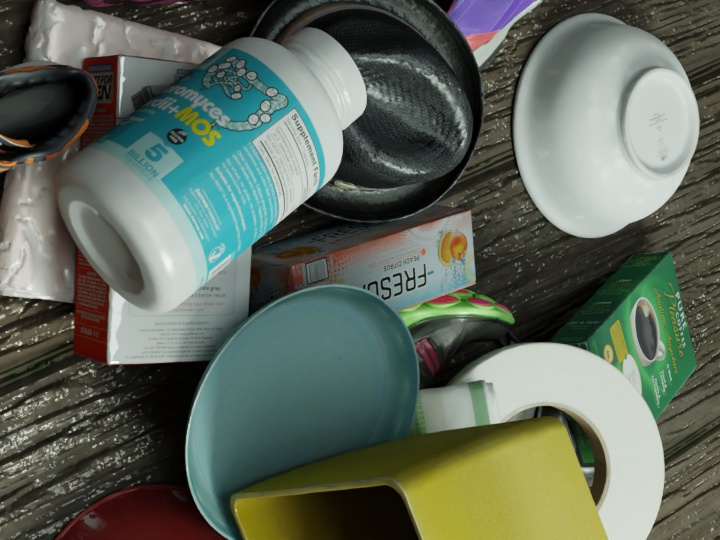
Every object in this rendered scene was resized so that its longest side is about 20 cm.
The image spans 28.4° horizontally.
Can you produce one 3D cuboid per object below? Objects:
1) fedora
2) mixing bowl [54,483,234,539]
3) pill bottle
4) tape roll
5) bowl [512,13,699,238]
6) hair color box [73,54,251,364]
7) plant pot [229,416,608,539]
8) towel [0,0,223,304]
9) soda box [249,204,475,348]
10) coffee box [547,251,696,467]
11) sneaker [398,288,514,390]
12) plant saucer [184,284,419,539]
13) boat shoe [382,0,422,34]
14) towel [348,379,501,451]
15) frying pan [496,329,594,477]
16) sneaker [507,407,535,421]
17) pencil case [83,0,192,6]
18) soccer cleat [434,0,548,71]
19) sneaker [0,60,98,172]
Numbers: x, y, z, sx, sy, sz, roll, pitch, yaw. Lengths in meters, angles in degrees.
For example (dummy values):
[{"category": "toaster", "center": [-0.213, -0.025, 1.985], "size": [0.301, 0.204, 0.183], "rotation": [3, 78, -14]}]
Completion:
[{"category": "fedora", "center": [0.013, -0.122, 1.030], "size": [0.198, 0.091, 0.204], "rotation": [-4, 102, -20]}, {"category": "mixing bowl", "center": [-0.129, 0.260, 1.009], "size": [0.198, 0.108, 0.203], "rotation": [-2, 93, -36]}, {"category": "pill bottle", "center": [-0.087, -0.073, 0.901], "size": [0.200, 0.110, 0.112], "rotation": [-41, 115, -27]}, {"category": "tape roll", "center": [0.143, 0.159, 1.136], "size": [0.200, 0.037, 0.206], "rotation": [0, 87, -8]}, {"category": "bowl", "center": [0.236, -0.130, 1.262], "size": [0.199, 0.090, 0.204], "rotation": [-2, 94, -35]}, {"category": "hair color box", "center": [-0.133, -0.041, 0.977], "size": [0.110, 0.064, 0.203], "rotation": [1, 95, -36]}, {"category": "plant pot", "center": [0.062, 0.201, 0.968], "size": [0.175, 0.199, 0.202], "rotation": [-26, 96, -37]}, {"category": "towel", "center": [-0.161, -0.073, 1.011], "size": [0.189, 0.032, 0.203], "rotation": [9, 88, -37]}, {"category": "soda box", "center": [0.000, 0.000, 1.094], "size": [0.199, 0.068, 0.065], "rotation": [-17, 109, -41]}, {"category": "coffee box", "center": [0.237, 0.076, 1.269], "size": [0.200, 0.044, 0.124], "rotation": [-39, 116, -49]}, {"category": "sneaker", "center": [0.036, 0.063, 1.148], "size": [0.198, 0.077, 0.085], "rotation": [-14, 114, -29]}, {"category": "plant saucer", "center": [-0.044, 0.102, 1.016], "size": [0.198, 0.027, 0.203], "rotation": [-16, 118, -33]}, {"category": "boat shoe", "center": [0.012, -0.142, 1.107], "size": [0.065, 0.073, 0.203], "rotation": [-26, 107, -36]}, {"category": "towel", "center": [0.017, 0.173, 1.094], "size": [0.197, 0.031, 0.151], "rotation": [-10, 88, 0]}, {"category": "frying pan", "center": [0.193, 0.103, 1.286], "size": [0.115, 0.031, 0.192], "rotation": [-36, 116, -30]}, {"category": "sneaker", "center": [0.114, 0.163, 1.186], "size": [0.081, 0.077, 0.201], "rotation": [31, 84, 1]}, {"category": "pencil case", "center": [-0.109, -0.242, 1.008], "size": [0.198, 0.090, 0.095], "rotation": [-11, 80, -37]}, {"category": "soccer cleat", "center": [0.107, -0.233, 1.179], "size": [0.200, 0.068, 0.073], "rotation": [-48, 111, -22]}, {"category": "sneaker", "center": [-0.253, -0.082, 0.876], "size": [0.199, 0.112, 0.078], "rotation": [-31, 102, -16]}]
